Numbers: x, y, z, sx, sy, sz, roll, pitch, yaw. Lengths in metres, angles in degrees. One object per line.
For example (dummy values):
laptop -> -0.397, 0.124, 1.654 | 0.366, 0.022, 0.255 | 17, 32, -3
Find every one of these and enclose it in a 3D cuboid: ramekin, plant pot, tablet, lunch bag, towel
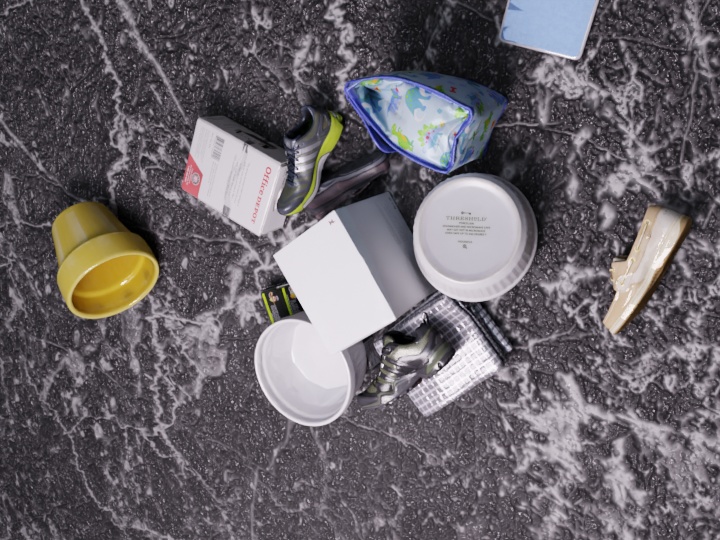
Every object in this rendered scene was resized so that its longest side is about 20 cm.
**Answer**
ramekin -> 0.171, -0.055, 1.037 | 0.199, 0.094, 0.206 | -1, 86, 16
ramekin -> -0.081, 0.165, 1.217 | 0.197, 0.105, 0.204 | 9, 110, 26
plant pot -> -0.557, -0.035, 1.430 | 0.190, 0.199, 0.201 | 52, 122, 23
tablet -> 0.283, -0.416, 0.961 | 0.129, 0.014, 0.203 | 22, 114, 22
lunch bag -> 0.093, -0.240, 1.015 | 0.198, 0.170, 0.129 | 32, 118, 16
towel -> 0.137, 0.135, 1.152 | 0.200, 0.085, 0.166 | -40, 84, 31

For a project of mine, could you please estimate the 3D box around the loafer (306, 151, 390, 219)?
loafer -> -0.021, -0.146, 1.179 | 0.198, 0.072, 0.063 | -19, 114, 37

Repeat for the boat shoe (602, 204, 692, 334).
boat shoe -> 0.401, -0.002, 0.984 | 0.069, 0.073, 0.202 | 36, 117, 28

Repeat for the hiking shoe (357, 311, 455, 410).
hiking shoe -> 0.061, 0.153, 1.119 | 0.199, 0.075, 0.101 | -38, 79, 23

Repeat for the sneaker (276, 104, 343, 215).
sneaker -> -0.105, -0.193, 1.160 | 0.073, 0.080, 0.203 | 21, 90, 46

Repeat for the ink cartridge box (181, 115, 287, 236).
ink cartridge box -> -0.221, -0.179, 1.260 | 0.198, 0.083, 0.148 | 31, 116, 18

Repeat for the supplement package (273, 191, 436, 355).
supplement package -> 0.000, 0.000, 1.122 | 0.146, 0.199, 0.193 | -31, 88, 31

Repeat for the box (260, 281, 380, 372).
box -> -0.078, 0.108, 1.286 | 0.191, 0.047, 0.203 | -16, 97, 33
